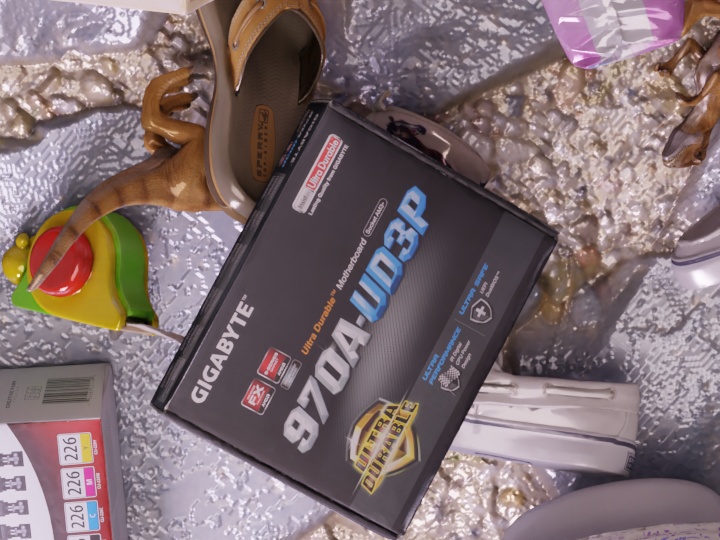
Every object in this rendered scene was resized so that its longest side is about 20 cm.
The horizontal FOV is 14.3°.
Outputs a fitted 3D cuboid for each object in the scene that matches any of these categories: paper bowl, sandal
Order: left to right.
[{"bbox_3d":[-0.052,-0.127,1.638,0.080,0.054,0.201,4,80,-34],"label":"sandal"},{"bbox_3d":[0.161,0.194,1.745,0.200,0.201,0.105,-12,67,4],"label":"paper bowl"}]

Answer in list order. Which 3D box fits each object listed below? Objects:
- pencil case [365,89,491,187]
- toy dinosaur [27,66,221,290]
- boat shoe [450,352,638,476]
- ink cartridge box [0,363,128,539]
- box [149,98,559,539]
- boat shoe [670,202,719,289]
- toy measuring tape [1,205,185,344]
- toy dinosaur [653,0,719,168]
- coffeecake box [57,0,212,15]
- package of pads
[{"bbox_3d":[0.000,0.000,1.681,0.089,0.078,0.201,28,86,-19],"label":"pencil case"},{"bbox_3d":[-0.106,-0.056,1.652,0.199,0.107,0.060,-5,160,-36],"label":"toy dinosaur"},{"bbox_3d":[0.071,0.077,1.744,0.199,0.072,0.066,10,83,7],"label":"boat shoe"},{"bbox_3d":[-0.234,0.168,1.773,0.174,0.084,0.201,-3,112,1],"label":"ink cartridge box"},{"bbox_3d":[-0.003,0.028,1.617,0.158,0.046,0.201,30,86,-15],"label":"box"},{"bbox_3d":[0.260,-0.065,1.693,0.199,0.072,0.066,-33,106,10],"label":"boat shoe"},{"bbox_3d":[-0.131,0.003,1.690,0.199,0.073,0.074,12,116,33],"label":"toy measuring tape"},{"bbox_3d":[0.233,-0.147,1.677,0.106,0.061,0.200,29,119,-30],"label":"toy dinosaur"},{"bbox_3d":[-0.149,-0.252,1.584,0.153,0.073,0.201,9,115,28],"label":"coffeecake box"},{"bbox_3d":[0.130,-0.196,1.573,0.075,0.200,0.121,-14,108,10],"label":"package of pads"}]
